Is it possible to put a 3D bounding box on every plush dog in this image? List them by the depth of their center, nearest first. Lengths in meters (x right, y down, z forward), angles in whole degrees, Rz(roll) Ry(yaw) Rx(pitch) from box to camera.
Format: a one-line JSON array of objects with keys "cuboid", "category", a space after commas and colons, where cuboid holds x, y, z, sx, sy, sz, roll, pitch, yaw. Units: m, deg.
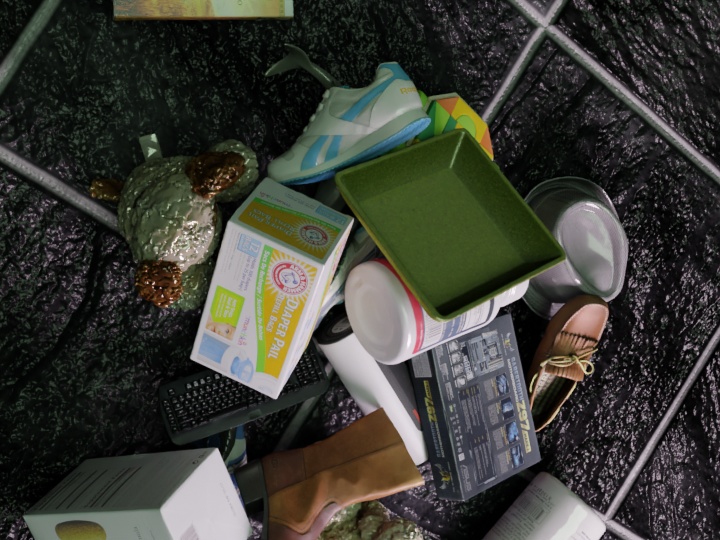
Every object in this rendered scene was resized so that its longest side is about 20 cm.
[{"cuboid": [-0.197, -0.058, 0.952, 0.160, 0.172, 0.201, 22, 92, -23], "category": "plush dog"}, {"cuboid": [-0.029, 0.294, 1.115, 0.199, 0.160, 0.173, -10, 85, 0], "category": "plush dog"}]

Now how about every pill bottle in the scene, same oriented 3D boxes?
[{"cuboid": [0.093, 0.022, 1.055, 0.199, 0.119, 0.120, -19, 106, -32], "category": "pill bottle"}, {"cuboid": [0.223, 0.380, 1.220, 0.200, 0.114, 0.114, -47, 111, -7], "category": "pill bottle"}]

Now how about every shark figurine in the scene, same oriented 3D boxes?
[{"cuboid": [-0.021, -0.165, 1.053, 0.128, 0.089, 0.215, -18, 107, -17], "category": "shark figurine"}]

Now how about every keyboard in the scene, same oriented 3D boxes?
[{"cuboid": [-0.138, 0.121, 1.053, 0.199, 0.040, 0.104, -18, 70, -24], "category": "keyboard"}]

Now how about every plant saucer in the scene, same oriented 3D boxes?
[{"cuboid": [0.093, -0.045, 0.994, 0.199, 0.048, 0.200, -24, 68, -33], "category": "plant saucer"}]

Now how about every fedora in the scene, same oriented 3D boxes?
[{"cuboid": [0.286, -0.023, 1.184, 0.176, 0.090, 0.201, -23, 107, -14], "category": "fedora"}]

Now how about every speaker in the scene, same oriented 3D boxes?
[{"cuboid": [0.028, 0.145, 1.128, 0.081, 0.081, 0.200, -34, 108, -11], "category": "speaker"}]

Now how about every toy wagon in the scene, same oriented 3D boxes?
[{"cuboid": [0.092, -0.112, 1.093, 0.155, 0.039, 0.201, 37, 65, -30], "category": "toy wagon"}]

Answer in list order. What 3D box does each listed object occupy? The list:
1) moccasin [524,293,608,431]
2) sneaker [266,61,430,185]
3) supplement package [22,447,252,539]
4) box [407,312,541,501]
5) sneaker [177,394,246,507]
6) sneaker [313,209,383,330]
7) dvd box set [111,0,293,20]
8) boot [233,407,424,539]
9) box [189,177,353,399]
[{"cuboid": [0.259, 0.120, 1.173, 0.073, 0.078, 0.202, 22, 114, -19], "category": "moccasin"}, {"cuboid": [-0.022, -0.151, 0.987, 0.199, 0.076, 0.081, -25, 86, 26], "category": "sneaker"}, {"cuboid": [-0.239, 0.273, 0.982, 0.199, 0.110, 0.114, -11, 108, 29], "category": "supplement package"}, {"cuboid": [0.144, 0.166, 1.140, 0.157, 0.051, 0.201, -15, 94, -40], "category": "box"}, {"cuboid": [-0.170, 0.234, 1.087, 0.077, 0.075, 0.201, 13, 86, -59], "category": "sneaker"}, {"cuboid": [0.000, 0.000, 1.095, 0.086, 0.078, 0.200, 39, 85, -25], "category": "sneaker"}, {"cuboid": [-0.174, -0.348, 0.994, 0.199, 0.029, 0.147, -5, 101, -18], "category": "dvd box set"}, {"cuboid": [-0.022, 0.274, 1.034, 0.199, 0.189, 0.069, -19, 149, -12], "category": "boot"}, {"cuboid": [-0.097, 0.020, 0.983, 0.112, 0.101, 0.200, 24, 126, 4], "category": "box"}]
